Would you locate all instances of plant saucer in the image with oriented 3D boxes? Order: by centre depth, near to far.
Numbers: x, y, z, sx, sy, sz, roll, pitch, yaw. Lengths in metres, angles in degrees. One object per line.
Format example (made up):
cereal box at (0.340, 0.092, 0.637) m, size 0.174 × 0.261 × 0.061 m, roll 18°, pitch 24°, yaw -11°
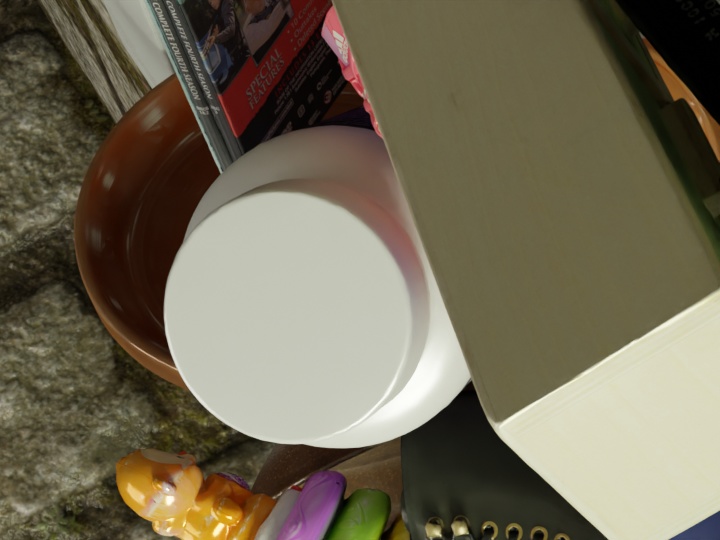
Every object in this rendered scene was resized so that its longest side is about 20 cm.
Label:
plant saucer at (-0.025, -0.024, 0.949) m, size 0.200 × 0.200 × 0.032 m, roll 54°, pitch 166°, yaw 35°
plant saucer at (0.035, 0.073, 0.969) m, size 0.200 × 0.200 × 0.037 m, roll 83°, pitch 168°, yaw -72°

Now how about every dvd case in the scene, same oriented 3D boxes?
dvd case at (-0.034, -0.143, 0.811) m, size 0.022 × 0.146 × 0.200 m, roll 18°, pitch 150°, yaw 28°

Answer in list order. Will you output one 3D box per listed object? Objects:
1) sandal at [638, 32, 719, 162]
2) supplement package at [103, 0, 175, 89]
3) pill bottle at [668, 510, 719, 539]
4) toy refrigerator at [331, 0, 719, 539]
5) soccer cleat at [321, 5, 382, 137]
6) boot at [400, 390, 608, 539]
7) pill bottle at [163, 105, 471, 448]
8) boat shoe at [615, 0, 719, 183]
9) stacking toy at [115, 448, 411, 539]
sandal at (0.088, 0.000, 0.700) m, size 0.079 × 0.059 × 0.207 m, roll 54°, pitch 167°, yaw 35°
supplement package at (-0.070, -0.160, 1.055) m, size 0.117 × 0.117 × 0.200 m, roll 55°, pitch 172°, yaw 33°
pill bottle at (0.138, 0.073, 0.584) m, size 0.200 × 0.111 × 0.111 m, roll 53°, pitch 170°, yaw 39°
toy refrigerator at (0.052, -0.033, 0.569) m, size 0.076 × 0.070 × 0.200 m, roll 44°, pitch -161°, yaw -43°
soccer cleat at (0.025, -0.058, 0.697) m, size 0.068 × 0.073 × 0.200 m, roll 114°, pitch 151°, yaw -52°
boot at (0.081, 0.115, 0.783) m, size 0.200 × 0.138 × 0.078 m, roll -97°, pitch 0°, yaw -51°
pill bottle at (0.000, 0.000, 0.772) m, size 0.112 × 0.111 × 0.200 m, roll 60°, pitch -164°, yaw -1°
boat shoe at (0.116, -0.031, 0.530) m, size 0.202 × 0.063 × 0.074 m, roll 58°, pitch 171°, yaw 4°
stacking toy at (-0.009, 0.124, 0.863) m, size 0.200 × 0.110 × 0.116 m, roll 30°, pitch 176°, yaw 0°
